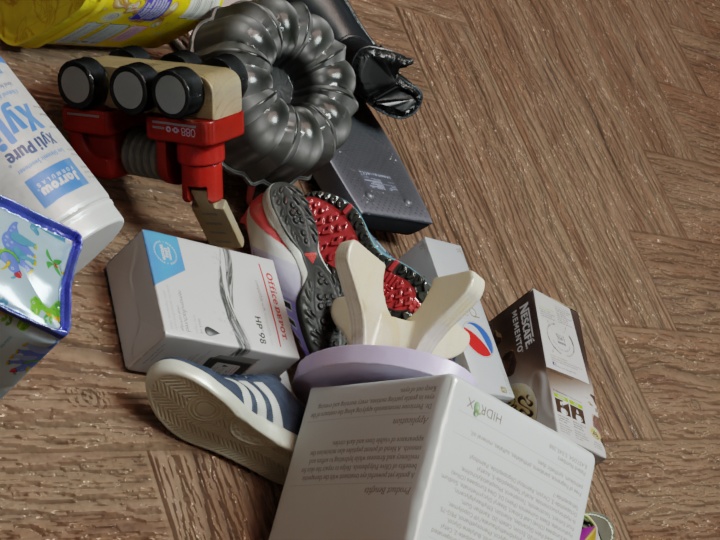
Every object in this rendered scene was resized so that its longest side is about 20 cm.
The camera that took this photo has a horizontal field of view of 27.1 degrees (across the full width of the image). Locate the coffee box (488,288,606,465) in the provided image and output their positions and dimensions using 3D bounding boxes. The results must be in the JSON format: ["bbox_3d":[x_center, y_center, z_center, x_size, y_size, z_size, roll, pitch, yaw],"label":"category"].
[{"bbox_3d":[0.193,0.138,1.654,0.079,0.113,0.202,26,42,-31],"label":"coffee box"}]

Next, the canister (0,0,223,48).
[{"bbox_3d":[-0.251,-0.279,1.507,0.199,0.147,0.088,-8,80,-54],"label":"canister"}]

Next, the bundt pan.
[{"bbox_3d":[-0.080,-0.188,1.530,0.200,0.075,0.205,11,74,-39],"label":"bundt pan"}]

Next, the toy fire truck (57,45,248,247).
[{"bbox_3d":[-0.187,-0.109,1.449,0.128,0.174,0.203,-28,122,-56],"label":"toy fire truck"}]

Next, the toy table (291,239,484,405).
[{"bbox_3d":[0.033,0.067,1.391,0.184,0.198,0.118,47,51,-44],"label":"toy table"}]

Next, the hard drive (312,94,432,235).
[{"bbox_3d":[-0.008,-0.126,1.718,0.134,0.042,0.201,6,47,-46],"label":"hard drive"}]

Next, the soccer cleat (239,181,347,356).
[{"bbox_3d":[-0.067,0.013,1.516,0.068,0.073,0.202,-3,67,-46],"label":"soccer cleat"}]

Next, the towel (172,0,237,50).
[{"bbox_3d":[-0.180,-0.313,1.721,0.200,0.032,0.191,50,34,-2],"label":"towel"}]

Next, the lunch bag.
[{"bbox_3d":[-0.336,0.010,1.119,0.199,0.170,0.128,25,41,-29],"label":"lunch bag"}]

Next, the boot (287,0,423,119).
[{"bbox_3d":[-0.014,-0.271,1.765,0.200,0.076,0.168,47,1,-22],"label":"boot"}]

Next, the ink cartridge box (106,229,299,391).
[{"bbox_3d":[-0.133,0.042,1.412,0.199,0.067,0.117,13,48,-42],"label":"ink cartridge box"}]

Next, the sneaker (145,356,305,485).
[{"bbox_3d":[-0.114,0.118,1.361,0.200,0.075,0.085,38,36,-34],"label":"sneaker"}]

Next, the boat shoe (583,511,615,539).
[{"bbox_3d":[0.219,0.291,1.587,0.201,0.060,0.073,-5,62,-50],"label":"boat shoe"}]

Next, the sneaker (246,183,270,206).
[{"bbox_3d":[-0.114,-0.144,1.627,0.086,0.074,0.202,9,52,1],"label":"sneaker"}]

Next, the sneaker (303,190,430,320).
[{"bbox_3d":[0.000,0.000,1.617,0.200,0.079,0.096,46,-4,15],"label":"sneaker"}]

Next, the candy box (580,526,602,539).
[{"bbox_3d":[0.217,0.371,1.456,0.136,0.061,0.202,-33,102,-54],"label":"candy box"}]

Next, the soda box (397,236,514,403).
[{"bbox_3d":[0.098,0.067,1.651,0.063,0.068,0.202,12,50,-42],"label":"soda box"}]

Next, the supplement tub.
[{"bbox_3d":[-0.309,-0.081,1.270,0.201,0.132,0.132,50,34,2],"label":"supplement tub"}]

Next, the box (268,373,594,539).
[{"bbox_3d":[0.062,0.210,1.311,0.199,0.198,0.173,31,64,-33],"label":"box"}]
